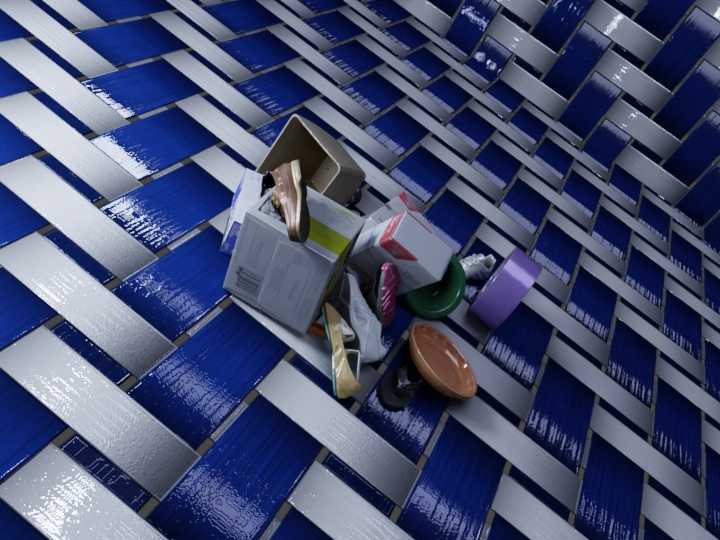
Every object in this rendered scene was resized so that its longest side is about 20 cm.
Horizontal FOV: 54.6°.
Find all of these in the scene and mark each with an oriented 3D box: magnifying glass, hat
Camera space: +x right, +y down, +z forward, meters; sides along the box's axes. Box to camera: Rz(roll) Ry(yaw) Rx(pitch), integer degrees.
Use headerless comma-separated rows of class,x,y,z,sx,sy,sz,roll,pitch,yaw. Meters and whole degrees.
magnifying glass,-0.037,0.143,1.479,0.198,0.022,0.080,22,37,-20
hat,0.160,0.028,1.763,0.198,0.176,0.167,-18,97,-22

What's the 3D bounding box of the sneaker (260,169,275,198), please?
sneaker,-0.194,-0.146,1.602,0.091,0.066,0.202,61,13,-63

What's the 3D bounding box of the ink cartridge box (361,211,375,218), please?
ink cartridge box,0.011,-0.088,1.772,0.095,0.037,0.199,45,34,13

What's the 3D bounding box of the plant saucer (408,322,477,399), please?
plant saucer,0.174,0.203,1.528,0.200,0.037,0.201,38,23,-19

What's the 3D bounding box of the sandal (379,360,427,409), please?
sandal,0.104,0.224,1.470,0.075,0.048,0.200,44,35,12

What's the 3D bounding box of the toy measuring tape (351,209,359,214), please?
toy measuring tape,-0.076,-0.096,1.663,0.074,0.074,0.199,48,38,19

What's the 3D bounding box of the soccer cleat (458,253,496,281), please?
soccer cleat,0.282,-0.012,1.857,0.199,0.087,0.070,-6,51,-42

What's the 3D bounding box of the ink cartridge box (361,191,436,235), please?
ink cartridge box,0.085,-0.090,1.740,0.146,0.085,0.200,52,36,-1

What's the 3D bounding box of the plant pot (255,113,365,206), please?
plant pot,-0.108,-0.237,1.730,0.200,0.200,0.176,51,27,22

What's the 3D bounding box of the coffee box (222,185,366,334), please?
coffee box,-0.133,-0.036,1.435,0.199,0.201,0.198,29,35,4

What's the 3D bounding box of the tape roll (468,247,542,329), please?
tape roll,0.364,0.045,1.758,0.085,0.201,0.200,38,35,5

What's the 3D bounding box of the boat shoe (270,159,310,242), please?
boat shoe,-0.136,-0.127,1.328,0.067,0.072,0.201,-12,49,4

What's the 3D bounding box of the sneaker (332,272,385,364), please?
sneaker,-0.003,0.102,1.470,0.080,0.070,0.202,4,63,-37

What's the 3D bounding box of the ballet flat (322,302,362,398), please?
ballet flat,-0.033,0.156,1.394,0.062,0.069,0.202,-11,67,3

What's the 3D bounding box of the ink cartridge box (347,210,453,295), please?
ink cartridge box,0.078,-0.031,1.511,0.145,0.199,0.083,39,62,-18

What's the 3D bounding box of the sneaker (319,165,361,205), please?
sneaker,-0.077,-0.255,1.861,0.079,0.076,0.200,-17,59,-45

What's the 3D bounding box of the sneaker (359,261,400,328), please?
sneaker,0.030,0.048,1.513,0.087,0.201,0.074,31,56,20

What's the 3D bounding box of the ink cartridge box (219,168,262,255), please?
ink cartridge box,-0.263,-0.130,1.549,0.044,0.094,0.201,21,38,-17

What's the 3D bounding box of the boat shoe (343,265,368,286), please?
boat shoe,0.000,0.000,1.625,0.072,0.071,0.201,-33,93,-18
